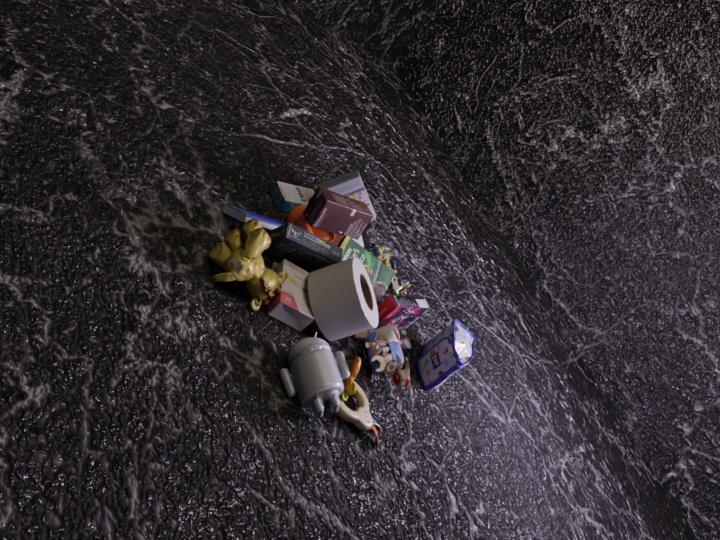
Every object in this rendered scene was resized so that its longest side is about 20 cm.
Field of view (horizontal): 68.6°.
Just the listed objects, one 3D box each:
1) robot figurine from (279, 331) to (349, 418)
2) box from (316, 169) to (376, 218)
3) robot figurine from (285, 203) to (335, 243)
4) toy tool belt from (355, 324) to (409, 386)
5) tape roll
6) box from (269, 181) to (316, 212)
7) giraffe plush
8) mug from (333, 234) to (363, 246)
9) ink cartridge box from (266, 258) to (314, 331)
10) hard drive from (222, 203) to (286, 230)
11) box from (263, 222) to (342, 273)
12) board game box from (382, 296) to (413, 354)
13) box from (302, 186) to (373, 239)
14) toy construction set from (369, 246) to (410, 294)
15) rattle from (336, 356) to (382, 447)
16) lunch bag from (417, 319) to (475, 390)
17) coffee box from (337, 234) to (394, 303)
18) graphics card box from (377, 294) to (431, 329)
[{"bbox_3d":[-0.110,0.249,1.281,0.166,0.114,0.203,-11,60,-19],"label":"robot figurine"},{"bbox_3d":[-0.046,-0.234,1.807,0.201,0.153,0.042,64,11,-49],"label":"box"},{"bbox_3d":[-0.155,-0.121,1.640,0.201,0.116,0.143,52,35,3],"label":"robot figurine"},{"bbox_3d":[0.059,0.254,1.538,0.120,0.126,0.203,-3,48,-17],"label":"toy tool belt"},{"bbox_3d":[-0.045,0.079,1.468,0.202,0.136,0.207,-18,90,-76],"label":"tape roll"},{"bbox_3d":[-0.209,-0.237,1.768,0.198,0.049,0.083,4,53,-53],"label":"box"},{"bbox_3d":[-0.268,-0.002,1.331,0.163,0.170,0.202,53,12,-38],"label":"giraffe plush"},{"bbox_3d":[-0.048,-0.114,1.765,0.184,0.149,0.156,-4,66,-48],"label":"mug"},{"bbox_3d":[-0.186,0.051,1.449,0.115,0.067,0.203,31,34,-30],"label":"ink cartridge box"},{"bbox_3d":[-0.279,-0.140,1.511,0.198,0.026,0.131,15,8,-46],"label":"hard drive"},{"bbox_3d":[-0.172,-0.059,1.501,0.198,0.156,0.052,24,64,-36],"label":"box"},{"bbox_3d":[0.087,0.174,1.725,0.134,0.034,0.203,15,45,-46],"label":"board game box"},{"bbox_3d":[-0.065,-0.170,1.591,0.197,0.101,0.075,13,33,-42],"label":"box"},{"bbox_3d":[0.101,0.012,1.879,0.201,0.092,0.131,53,-10,-10],"label":"toy construction set"},{"bbox_3d":[0.020,0.334,1.350,0.200,0.143,0.130,47,10,8],"label":"rattle"},{"bbox_3d":[0.279,0.283,1.730,0.123,0.170,0.201,41,31,-8],"label":"lunch bag"},{"bbox_3d":[0.000,0.000,1.607,0.199,0.044,0.124,39,60,-11],"label":"coffee box"},{"bbox_3d":[0.121,0.133,1.654,0.198,0.125,0.051,7,47,-51],"label":"graphics card box"}]
